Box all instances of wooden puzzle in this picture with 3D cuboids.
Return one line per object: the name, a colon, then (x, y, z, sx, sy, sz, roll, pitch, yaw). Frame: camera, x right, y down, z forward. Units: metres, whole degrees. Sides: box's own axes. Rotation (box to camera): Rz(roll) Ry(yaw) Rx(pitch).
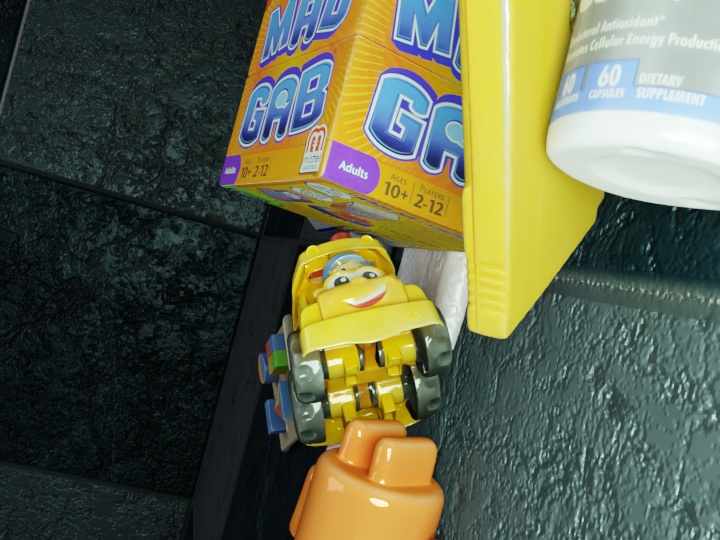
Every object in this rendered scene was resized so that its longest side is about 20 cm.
wooden puzzle: (-0.134, 0.193, 1.271, 0.200, 0.046, 0.188, 121, 141, -63)

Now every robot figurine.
robot figurine: (0.002, 0.230, 0.641, 0.117, 0.142, 0.203, -10, -63, -80)

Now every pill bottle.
pill bottle: (0.165, -0.141, 0.365, 0.114, 0.112, 0.203, -178, 102, -77)

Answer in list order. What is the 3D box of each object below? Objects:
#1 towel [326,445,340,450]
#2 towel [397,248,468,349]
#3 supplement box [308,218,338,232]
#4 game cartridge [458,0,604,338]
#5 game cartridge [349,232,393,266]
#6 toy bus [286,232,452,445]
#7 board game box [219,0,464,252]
towel: (-0.021, 0.254, 0.901, 0.147, 0.029, 0.203, 125, 156, -55)
towel: (0.082, -0.029, 0.777, 0.191, 0.032, 0.203, -159, 83, -77)
supplement box: (-0.057, -0.160, 1.125, 0.200, 0.102, 0.103, 52, -143, -49)
game cartridge: (0.102, -0.092, 0.419, 0.176, 0.032, 0.203, -40, -46, -47)
game cartridge: (0.000, 0.000, 1.081, 0.200, 0.041, 0.135, 170, 118, -76)
toy bus: (-0.008, 0.038, 0.692, 0.201, 0.133, 0.194, 94, 164, -58)
board game box: (0.028, -0.139, 0.645, 0.199, 0.198, 0.203, 8, 82, 59)
